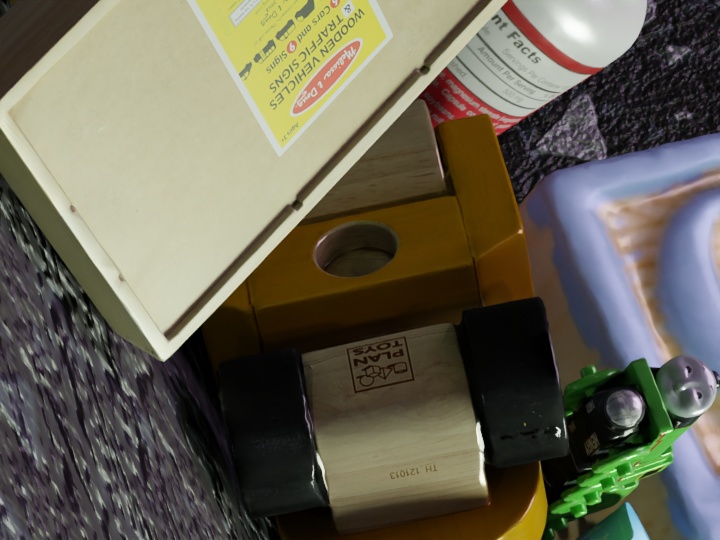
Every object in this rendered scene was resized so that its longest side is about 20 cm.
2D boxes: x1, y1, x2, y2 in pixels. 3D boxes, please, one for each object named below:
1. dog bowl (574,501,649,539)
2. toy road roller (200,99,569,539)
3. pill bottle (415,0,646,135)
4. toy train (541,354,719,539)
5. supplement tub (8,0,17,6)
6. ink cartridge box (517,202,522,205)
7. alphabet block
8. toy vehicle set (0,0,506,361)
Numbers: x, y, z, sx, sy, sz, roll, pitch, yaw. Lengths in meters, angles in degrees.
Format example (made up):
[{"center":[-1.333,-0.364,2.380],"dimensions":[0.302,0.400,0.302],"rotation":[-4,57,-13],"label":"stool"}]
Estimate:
[{"center":[0.110,0.174,0.982],"dimensions":[0.200,0.049,0.112],"rotation":[-98,163,-64],"label":"dog bowl"},{"center":[0.009,0.046,0.952],"dimensions":[0.201,0.122,0.147],"rotation":[-102,180,-49],"label":"toy road roller"},{"center":[0.042,-0.112,1.028],"dimensions":[0.112,0.199,0.113],"rotation":[40,32,-31],"label":"pill bottle"},{"center":[0.095,0.068,0.978],"dimensions":[0.200,0.056,0.042],"rotation":[114,-43,-74],"label":"toy train"},{"center":[-0.074,-0.155,0.828],"dimensions":[0.200,0.144,0.145],"rotation":[60,9,-46],"label":"supplement tub"},{"center":[0.101,0.030,1.482],"dimensions":[0.200,0.175,0.084],"rotation":[-96,161,-72],"label":"ink cartridge box"},{"center":[0.161,0.061,1.218],"dimensions":[0.196,0.195,0.200],"rotation":[68,-28,20],"label":"alphabet block"},{"center":[-0.027,-0.082,0.786],"dimensions":[0.026,0.200,0.125],"rotation":[29,-21,39],"label":"toy vehicle set"}]
